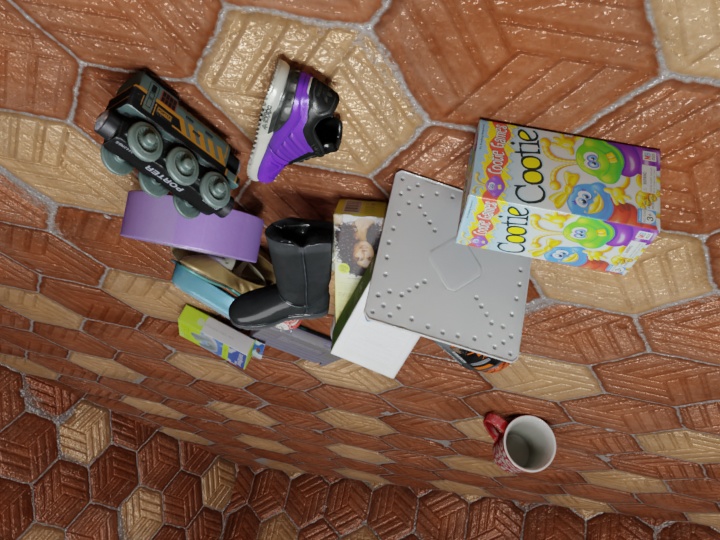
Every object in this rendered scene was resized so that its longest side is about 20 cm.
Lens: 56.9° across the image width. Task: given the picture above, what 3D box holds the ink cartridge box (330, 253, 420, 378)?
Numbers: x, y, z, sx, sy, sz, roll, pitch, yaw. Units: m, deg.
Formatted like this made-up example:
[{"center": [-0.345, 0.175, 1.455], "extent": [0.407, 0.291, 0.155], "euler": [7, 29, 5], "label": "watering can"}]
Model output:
[{"center": [0.044, 0.046, 0.920], "extent": [0.102, 0.060, 0.202], "euler": [23, 120, -10], "label": "ink cartridge box"}]

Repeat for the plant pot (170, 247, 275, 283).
[{"center": [-0.237, -0.021, 1.180], "extent": [0.196, 0.028, 0.201], "euler": [11, 153, 5], "label": "plant pot"}]

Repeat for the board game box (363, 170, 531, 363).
[{"center": [0.115, -0.005, 0.832], "extent": [0.197, 0.203, 0.026], "euler": [17, 159, -8], "label": "board game box"}]

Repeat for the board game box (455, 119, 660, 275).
[{"center": [0.216, -0.081, 0.741], "extent": [0.196, 0.106, 0.103], "euler": [10, 154, 5], "label": "board game box"}]

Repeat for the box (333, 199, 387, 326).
[{"center": [0.000, 0.000, 0.961], "extent": [0.074, 0.050, 0.203], "euler": [3, 122, 7], "label": "box"}]

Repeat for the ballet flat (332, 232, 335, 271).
[{"center": [-0.049, -0.028, 1.023], "extent": [0.198, 0.073, 0.072], "euler": [-6, 149, 35], "label": "ballet flat"}]

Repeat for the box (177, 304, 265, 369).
[{"center": [-0.319, 0.159, 1.521], "extent": [0.198, 0.048, 0.122], "euler": [28, 154, -1], "label": "box"}]

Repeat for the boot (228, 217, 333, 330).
[{"center": [-0.118, 0.008, 0.954], "extent": [0.162, 0.067, 0.201], "euler": [-10, 152, -10], "label": "boot"}]

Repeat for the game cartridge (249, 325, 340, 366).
[{"center": [-0.139, 0.159, 1.491], "extent": [0.198, 0.039, 0.129], "euler": [24, 149, -20], "label": "game cartridge"}]

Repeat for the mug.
[{"center": [0.407, 0.442, 1.728], "extent": [0.132, 0.179, 0.201], "euler": [-22, 160, -9], "label": "mug"}]

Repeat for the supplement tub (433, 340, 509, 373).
[{"center": [0.176, 0.085, 1.077], "extent": [0.121, 0.124, 0.200], "euler": [-6, 149, 35], "label": "supplement tub"}]

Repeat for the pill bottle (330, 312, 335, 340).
[{"center": [0.017, 0.084, 1.167], "extent": [0.111, 0.114, 0.200], "euler": [20, 154, -15], "label": "pill bottle"}]

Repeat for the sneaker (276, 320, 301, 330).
[{"center": [-0.127, 0.067, 1.260], "extent": [0.199, 0.068, 0.108], "euler": [-2, 152, 36], "label": "sneaker"}]

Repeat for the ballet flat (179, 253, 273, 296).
[{"center": [-0.220, 0.004, 1.117], "extent": [0.068, 0.064, 0.200], "euler": [26, 173, 38], "label": "ballet flat"}]

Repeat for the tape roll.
[{"center": [-0.243, -0.062, 0.971], "extent": [0.197, 0.067, 0.200], "euler": [12, 178, 0], "label": "tape roll"}]

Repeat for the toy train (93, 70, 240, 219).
[{"center": [-0.227, -0.148, 0.815], "extent": [0.084, 0.116, 0.199], "euler": [-14, 145, 38], "label": "toy train"}]

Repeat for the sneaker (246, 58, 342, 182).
[{"center": [-0.074, -0.153, 0.780], "extent": [0.098, 0.071, 0.200], "euler": [16, 155, -10], "label": "sneaker"}]

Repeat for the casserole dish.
[{"center": [-0.256, 0.047, 1.174], "extent": [0.198, 0.039, 0.121], "euler": [34, 174, -10], "label": "casserole dish"}]
